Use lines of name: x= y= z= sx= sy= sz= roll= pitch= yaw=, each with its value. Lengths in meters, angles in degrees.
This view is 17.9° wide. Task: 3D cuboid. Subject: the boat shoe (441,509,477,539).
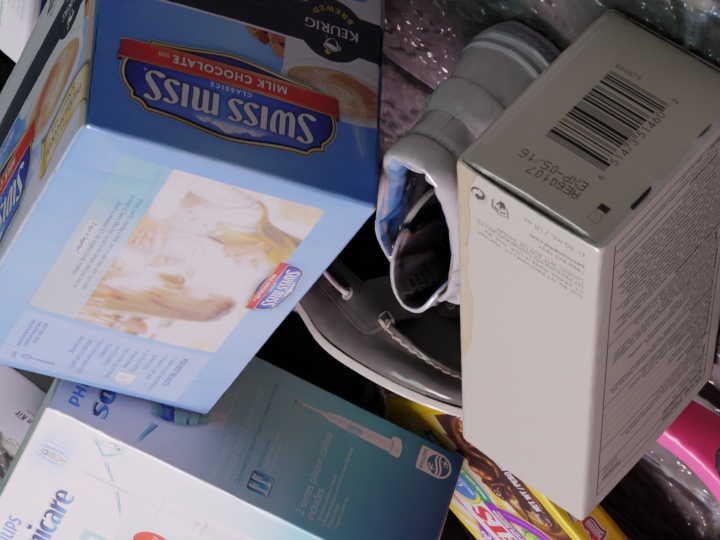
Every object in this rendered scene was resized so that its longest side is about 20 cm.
boat shoe: x=0.055 y=0.140 z=1.232 sx=0.057 sy=0.067 sz=0.200 roll=-22 pitch=116 yaw=38

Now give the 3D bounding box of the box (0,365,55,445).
box: x=-0.192 y=0.010 z=1.276 sx=0.156 sy=0.041 sz=0.200 roll=41 pitch=-155 yaw=-35

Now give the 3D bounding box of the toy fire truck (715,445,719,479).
toy fire truck: x=0.262 y=0.101 z=0.852 sx=0.200 sy=0.129 sz=0.176 roll=55 pitch=155 yaw=1

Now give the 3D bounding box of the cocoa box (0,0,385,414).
cocoa box: x=-0.087 y=-0.046 z=1.012 sx=0.133 sy=0.132 sz=0.200 roll=15 pitch=145 yaw=-19

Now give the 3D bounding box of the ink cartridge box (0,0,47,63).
ink cartridge box: x=-0.214 y=-0.226 z=1.116 sx=0.200 sy=0.041 sz=0.200 roll=39 pitch=146 yaw=10

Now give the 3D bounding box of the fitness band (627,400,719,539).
fitness band: x=0.132 y=0.105 z=1.124 sx=0.144 sy=0.037 sz=0.200 roll=43 pitch=156 yaw=3

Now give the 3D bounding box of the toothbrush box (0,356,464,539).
toothbrush box: x=-0.072 y=0.116 z=1.136 sx=0.200 sy=0.085 sz=0.146 roll=28 pitch=139 yaw=-7

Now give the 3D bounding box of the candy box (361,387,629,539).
candy box: x=0.091 y=0.131 z=1.155 sx=0.200 sy=0.026 sz=0.102 roll=50 pitch=157 yaw=-15

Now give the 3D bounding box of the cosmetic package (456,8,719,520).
cosmetic package: x=0.098 y=0.002 z=0.943 sx=0.073 sy=0.104 sz=0.200 roll=34 pitch=151 yaw=23

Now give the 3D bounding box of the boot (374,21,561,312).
boot: x=0.045 y=-0.015 z=1.003 sx=0.073 sy=0.096 sz=0.200 roll=31 pitch=152 yaw=26

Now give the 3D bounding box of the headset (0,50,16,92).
headset: x=-0.212 y=-0.078 z=1.248 sx=0.200 sy=0.094 sz=0.124 roll=52 pitch=-162 yaw=-35

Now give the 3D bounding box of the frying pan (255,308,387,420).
frying pan: x=-0.064 y=0.073 z=1.171 sx=0.115 sy=0.031 sz=0.190 roll=45 pitch=131 yaw=-15

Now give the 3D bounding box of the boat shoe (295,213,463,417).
boat shoe: x=0.000 y=0.000 z=1.096 sx=0.200 sy=0.067 sz=0.057 roll=39 pitch=118 yaw=40
